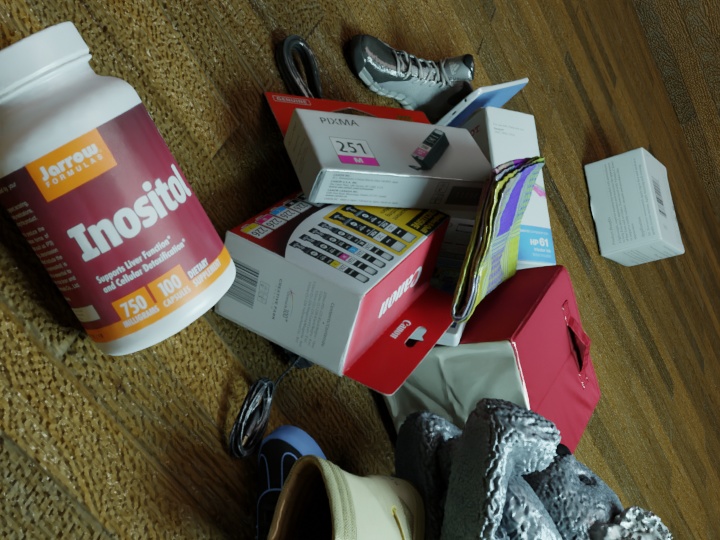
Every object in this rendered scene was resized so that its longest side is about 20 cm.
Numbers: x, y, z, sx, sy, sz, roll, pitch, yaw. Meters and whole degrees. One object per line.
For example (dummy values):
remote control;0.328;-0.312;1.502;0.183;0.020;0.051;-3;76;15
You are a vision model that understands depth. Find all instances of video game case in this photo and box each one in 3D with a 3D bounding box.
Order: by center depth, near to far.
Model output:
video game case;0.060;0.000;0.856;0.201;0.141;0.018;-58;152;-49

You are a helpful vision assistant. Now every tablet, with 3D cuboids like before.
tablet;0.151;-0.214;1.090;0.014;0.130;0.200;53;33;4

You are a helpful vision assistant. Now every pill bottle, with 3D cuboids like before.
pill bottle;-0.177;-0.054;0.538;0.201;0.112;0.113;62;35;-18

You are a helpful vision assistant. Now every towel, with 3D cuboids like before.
towel;0.138;-0.036;0.782;0.200;0.023;0.145;-27;132;-63

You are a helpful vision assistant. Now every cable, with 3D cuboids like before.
cable;-0.044;-0.150;0.867;0.201;0.050;0.097;53;55;-11

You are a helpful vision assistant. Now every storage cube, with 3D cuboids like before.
storage cube;0.141;0.114;0.874;0.180;0.198;0.173;-38;114;-51

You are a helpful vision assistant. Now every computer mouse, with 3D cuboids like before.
computer mouse;-0.071;0.084;0.725;0.201;0.034;0.059;-57;145;-44

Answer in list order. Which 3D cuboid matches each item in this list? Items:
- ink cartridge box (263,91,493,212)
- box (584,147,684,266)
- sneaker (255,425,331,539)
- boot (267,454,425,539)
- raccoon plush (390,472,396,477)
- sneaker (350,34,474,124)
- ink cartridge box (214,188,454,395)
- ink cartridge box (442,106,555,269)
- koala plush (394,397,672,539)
ink cartridge box;0.020;-0.132;0.790;0.198;0.044;0.175;1;45;-28
box;0.582;-0.128;1.697;0.199;0.130;0.202;11;68;-55
sneaker;-0.054;0.232;0.648;0.078;0.069;0.203;-10;86;-63
boot;-0.007;0.247;0.592;0.155;0.072;0.203;36;53;-53
raccoon plush;0.050;0.268;0.813;0.200;0.096;0.135;62;5;-77
sneaker;0.081;-0.257;1.008;0.199;0.114;0.076;21;60;-52
ink cartridge box;0.000;0.000;0.719;0.200;0.174;0.085;-41;151;-55
ink cartridge box;0.162;-0.085;1.020;0.084;0.144;0.203;2;73;-26
koala plush;0.148;0.219;0.697;0.198;0.177;0.186;12;72;-24
